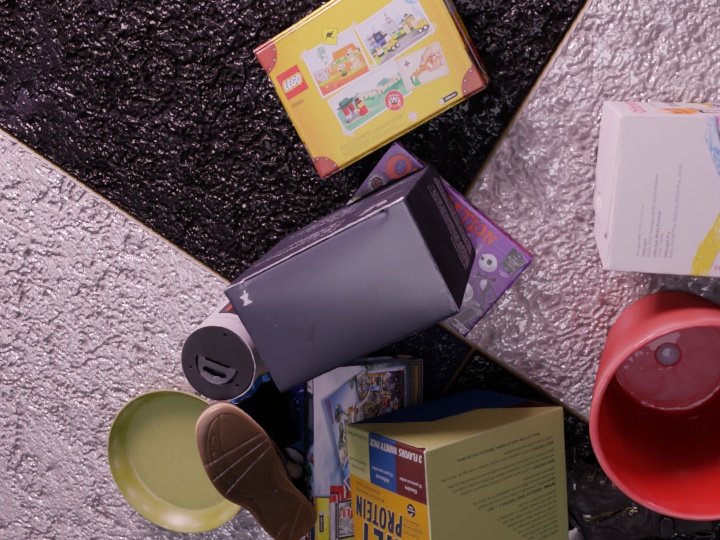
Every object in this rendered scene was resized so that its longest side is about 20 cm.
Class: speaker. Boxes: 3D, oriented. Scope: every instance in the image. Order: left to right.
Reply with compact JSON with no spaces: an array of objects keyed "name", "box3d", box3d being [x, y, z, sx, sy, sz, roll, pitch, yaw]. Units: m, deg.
[{"name":"speaker","box3d":[-0.123,0.065,0.874,0.079,0.200,0.083,3,106,10]}]

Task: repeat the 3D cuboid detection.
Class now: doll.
[{"name":"doll","box3d":[-0.087,0.167,0.914,0.197,0.048,0.139,-14,90,-22]}]

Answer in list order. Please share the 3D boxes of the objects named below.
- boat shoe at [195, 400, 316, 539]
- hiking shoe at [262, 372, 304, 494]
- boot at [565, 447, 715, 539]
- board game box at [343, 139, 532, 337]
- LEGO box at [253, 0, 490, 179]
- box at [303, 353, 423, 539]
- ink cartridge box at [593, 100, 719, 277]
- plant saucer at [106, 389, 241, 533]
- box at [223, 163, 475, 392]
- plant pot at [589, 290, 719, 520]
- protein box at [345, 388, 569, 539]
[{"name":"boat shoe","box3d":[-0.114,0.202,0.840,0.072,0.072,0.201,-36,124,-6]},{"name":"hiking shoe","box3d":[-0.104,0.180,0.963,0.074,0.087,0.201,-39,95,19]},{"name":"boot","box3d":[0.298,0.233,0.912,0.172,0.069,0.203,-22,104,11]},{"name":"board game box","box3d":[0.079,-0.035,0.896,0.199,0.032,0.121,39,105,-1]},{"name":"LEGO box","box3d":[0.014,-0.210,0.832,0.198,0.077,0.151,-26,99,18]},{"name":"box","box3d":[0.004,0.202,0.911,0.134,0.038,0.204,-2,95,-24]},{"name":"ink cartridge box","box3d":[0.330,-0.081,0.764,0.196,0.147,0.148,3,106,10]},{"name":"plant saucer","box3d":[-0.231,0.242,1.038,0.196,0.031,0.204,3,106,10]},{"name":"box","box3d":[0.000,0.000,0.803,0.194,0.200,0.119,-26,99,18]},{"name":"plant pot","box3d":[0.324,0.114,0.805,0.196,0.178,0.205,3,107,11]},{"name":"protein box","box3d":[0.105,0.252,0.847,0.134,0.196,0.204,3,99,54]}]
